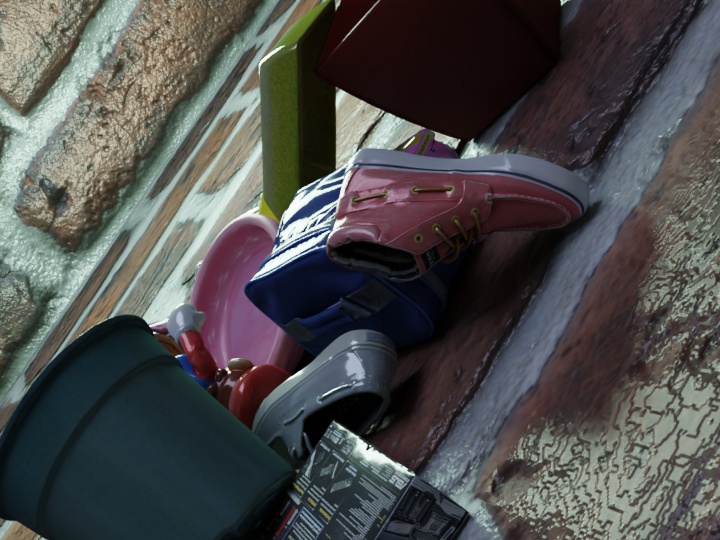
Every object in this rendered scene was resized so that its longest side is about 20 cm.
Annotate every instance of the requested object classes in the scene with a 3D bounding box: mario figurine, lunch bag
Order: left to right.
[{"bbox_3d":[-0.141,0.110,1.183,0.124,0.197,0.107,79,-153,-49],"label":"mario figurine"},{"bbox_3d":[0.000,0.000,1.095,0.199,0.135,0.133,-26,33,55],"label":"lunch bag"}]

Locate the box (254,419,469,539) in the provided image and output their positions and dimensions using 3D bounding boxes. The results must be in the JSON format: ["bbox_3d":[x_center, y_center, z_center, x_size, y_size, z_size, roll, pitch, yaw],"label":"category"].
[{"bbox_3d":[-0.018,0.202,0.901,0.159,0.050,0.200,-57,17,-7],"label":"box"}]

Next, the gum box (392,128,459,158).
[{"bbox_3d":[0.020,-0.050,1.250,0.199,0.066,0.114,-30,30,54],"label":"gum box"}]

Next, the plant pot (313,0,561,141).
[{"bbox_3d":[0.094,-0.254,1.262,0.200,0.175,0.201,-42,20,34],"label":"plant pot"}]

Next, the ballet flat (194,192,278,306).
[{"bbox_3d":[-0.142,-0.003,1.380,0.201,0.067,0.067,-50,14,15],"label":"ballet flat"}]

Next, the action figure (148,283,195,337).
[{"bbox_3d":[-0.204,0.065,1.483,0.198,0.151,0.134,-25,0,1],"label":"action figure"}]

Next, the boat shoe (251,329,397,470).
[{"bbox_3d":[-0.037,0.129,1.055,0.201,0.069,0.072,-48,28,40],"label":"boat shoe"}]

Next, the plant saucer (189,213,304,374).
[{"bbox_3d":[-0.110,0.046,1.280,0.199,0.050,0.204,-23,61,49],"label":"plant saucer"}]

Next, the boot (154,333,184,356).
[{"bbox_3d":[-0.221,0.185,1.351,0.156,0.072,0.202,-96,6,-56],"label":"boot"}]

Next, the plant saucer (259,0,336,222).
[{"bbox_3d":[-0.064,-0.160,1.284,0.200,0.047,0.203,-69,-18,-64],"label":"plant saucer"}]

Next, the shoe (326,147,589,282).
[{"bbox_3d":[0.072,-0.036,0.962,0.197,0.072,0.092,7,61,20],"label":"shoe"}]

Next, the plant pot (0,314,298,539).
[{"bbox_3d":[-0.166,0.174,1.027,0.201,0.195,0.201,-49,-19,-23],"label":"plant pot"}]
